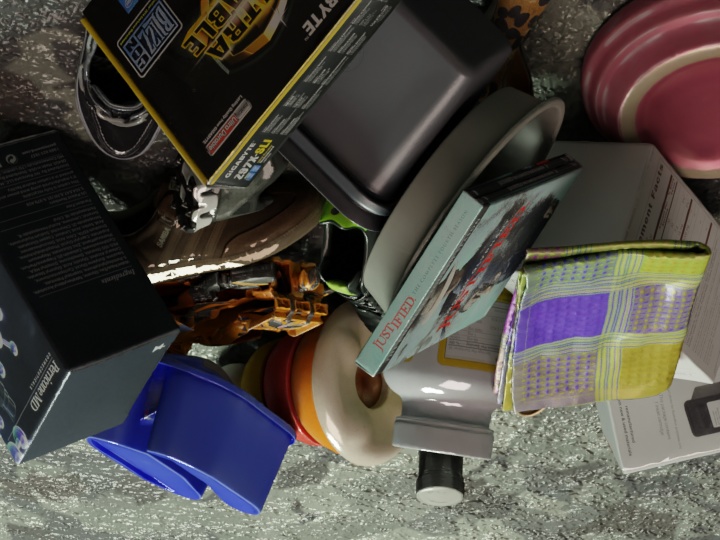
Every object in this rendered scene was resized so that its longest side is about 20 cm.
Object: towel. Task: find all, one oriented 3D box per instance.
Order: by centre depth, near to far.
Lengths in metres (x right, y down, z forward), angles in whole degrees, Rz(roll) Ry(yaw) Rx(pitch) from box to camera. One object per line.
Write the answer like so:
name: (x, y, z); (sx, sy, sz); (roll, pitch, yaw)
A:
towel: (0.176, 0.044, 1.342); (0.142, 0.023, 0.201); (-4, 146, -5)

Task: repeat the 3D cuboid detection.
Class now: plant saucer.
plant saucer: (0.265, -0.134, 1.359); (0.199, 0.051, 0.201); (-1, 143, -1)

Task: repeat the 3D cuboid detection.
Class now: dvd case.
dvd case: (0.079, -0.007, 1.265); (0.022, 0.200, 0.146); (39, 113, 16)

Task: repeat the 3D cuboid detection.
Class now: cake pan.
cake pan: (0.069, -0.046, 1.267); (0.037, 0.200, 0.201); (37, 143, 12)

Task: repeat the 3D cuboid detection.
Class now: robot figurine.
robot figurine: (-0.115, 0.034, 1.544); (0.199, 0.059, 0.145); (-14, 167, 32)

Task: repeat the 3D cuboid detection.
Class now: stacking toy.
stacking toy: (-0.056, 0.104, 1.644); (0.199, 0.147, 0.146); (-6, 147, 39)

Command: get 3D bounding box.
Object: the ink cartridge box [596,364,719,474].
ink cartridge box: (0.306, 0.099, 1.568); (0.199, 0.084, 0.145); (-13, -173, 2)

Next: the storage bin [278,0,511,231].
storage bin: (0.004, -0.153, 1.238); (0.200, 0.145, 0.134); (46, 124, 4)

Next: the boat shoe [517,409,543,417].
boat shoe: (0.176, 0.061, 1.604); (0.073, 0.070, 0.200); (7, 143, -10)

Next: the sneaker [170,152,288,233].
sneaker: (-0.089, -0.115, 1.375); (0.090, 0.067, 0.201); (-7, 136, -21)

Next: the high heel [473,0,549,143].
high heel: (0.131, -0.161, 1.300); (0.142, 0.072, 0.200); (-14, 133, 28)

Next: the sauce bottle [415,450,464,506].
sauce bottle: (0.070, 0.101, 1.546); (0.064, 0.201, 0.065); (3, 151, 2)

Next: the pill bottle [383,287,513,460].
pill bottle: (0.078, 0.046, 1.458); (0.111, 0.202, 0.112); (8, 175, 1)

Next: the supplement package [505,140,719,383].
supplement package: (0.205, -0.006, 1.433); (0.116, 0.118, 0.200); (6, 158, 38)

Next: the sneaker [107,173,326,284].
sneaker: (-0.128, -0.044, 1.465); (0.199, 0.071, 0.076); (-18, 121, 8)

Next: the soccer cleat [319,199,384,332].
soccer cleat: (0.000, 0.000, 1.495); (0.067, 0.081, 0.201); (15, 143, 24)

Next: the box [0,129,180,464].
box: (-0.253, 0.021, 1.423); (0.107, 0.201, 0.149); (-21, 158, -38)

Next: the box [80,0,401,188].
box: (-0.072, -0.178, 1.164); (0.200, 0.160, 0.049); (-48, 155, 24)

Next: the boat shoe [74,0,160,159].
boat shoe: (-0.174, -0.138, 1.335); (0.071, 0.068, 0.201); (6, 143, -9)

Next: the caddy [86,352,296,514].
caddy: (-0.140, 0.128, 1.555); (0.141, 0.106, 0.200); (9, 160, 30)
